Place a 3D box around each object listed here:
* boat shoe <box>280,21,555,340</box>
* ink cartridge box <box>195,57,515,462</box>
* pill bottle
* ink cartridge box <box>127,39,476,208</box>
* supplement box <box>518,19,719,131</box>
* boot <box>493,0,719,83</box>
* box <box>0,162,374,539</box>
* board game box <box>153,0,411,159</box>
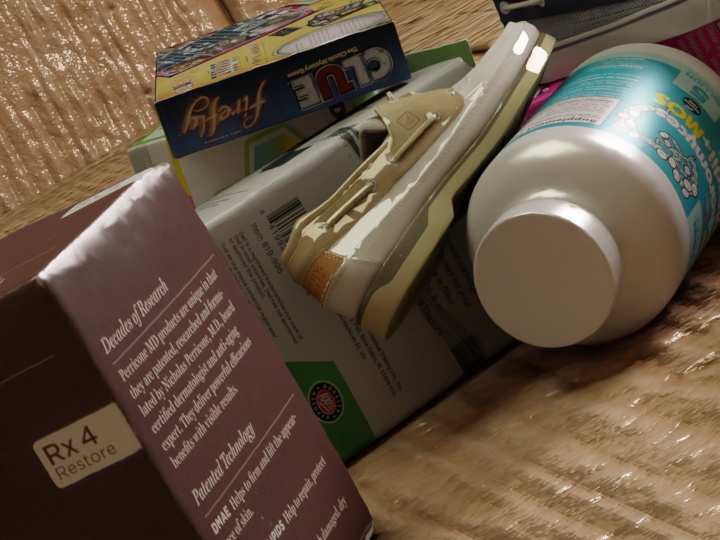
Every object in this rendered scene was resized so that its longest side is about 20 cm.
[{"bbox_3d":[0.032,-0.059,1.332,0.200,0.068,0.075,-56,-10,-33],"label":"boat shoe"},{"bbox_3d":[0.000,0.000,1.403,0.200,0.147,0.083,-33,10,-24],"label":"ink cartridge box"},{"bbox_3d":[0.120,-0.033,1.326,0.111,0.111,0.200,-24,13,30],"label":"pill bottle"},{"bbox_3d":[-0.021,-0.053,1.509,0.200,0.104,0.059,-13,16,24],"label":"ink cartridge box"},{"bbox_3d":[0.190,-0.096,1.458,0.200,0.103,0.101,-24,13,21],"label":"supplement box"},{"bbox_3d":[0.146,-0.170,1.402,0.200,0.090,0.073,-21,16,37],"label":"boot"},{"bbox_3d":[-0.125,0.092,1.158,0.166,0.200,0.164,-26,11,22],"label":"box"},{"bbox_3d":[-0.048,-0.116,1.496,0.135,0.035,0.200,-19,13,1],"label":"board game box"}]
